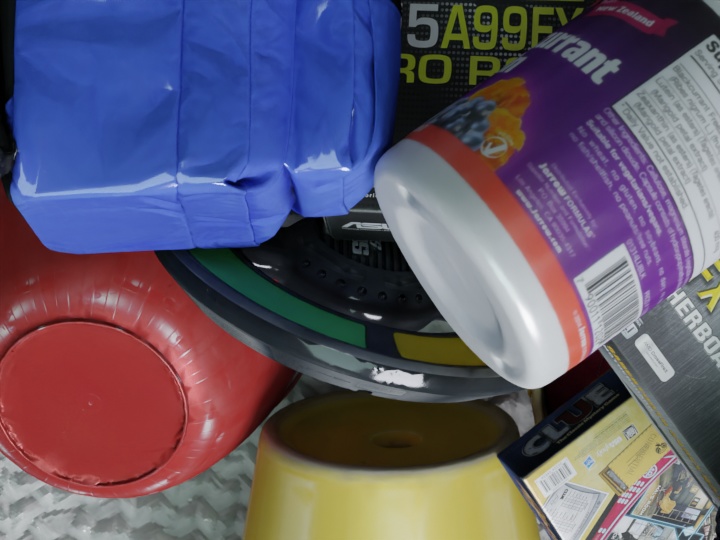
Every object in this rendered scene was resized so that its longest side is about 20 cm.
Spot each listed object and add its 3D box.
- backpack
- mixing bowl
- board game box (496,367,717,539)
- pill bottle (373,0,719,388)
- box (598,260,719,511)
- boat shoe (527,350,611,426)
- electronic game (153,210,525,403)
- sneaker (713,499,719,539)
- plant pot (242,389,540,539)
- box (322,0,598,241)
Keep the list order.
[{"bbox_3d":[-0.068,-0.116,0.932,0.167,0.163,0.201,-2,81,-6],"label":"backpack"},{"bbox_3d":[-0.124,0.037,1.131,0.199,0.109,0.201,3,121,6],"label":"mixing bowl"},{"bbox_3d":[0.182,0.085,1.113,0.200,0.035,0.136,-36,114,-6],"label":"board game box"},{"bbox_3d":[0.114,-0.053,0.909,0.200,0.111,0.112,-35,115,-12],"label":"pill bottle"},{"bbox_3d":[0.196,0.020,1.052,0.158,0.048,0.200,-37,98,-6],"label":"box"},{"bbox_3d":[0.120,0.085,1.151,0.073,0.069,0.201,-15,117,16],"label":"boat shoe"},{"bbox_3d":[0.000,0.000,1.040,0.199,0.200,0.042,18,114,-4],"label":"electronic game"},{"bbox_3d":[0.184,0.071,0.991,0.200,0.070,0.109,-43,104,-13],"label":"sneaker"},{"bbox_3d":[0.017,0.167,1.153,0.199,0.201,0.190,2,105,6],"label":"plant pot"},{"bbox_3d":[0.086,-0.091,1.007,0.199,0.161,0.044,3,164,5],"label":"box"}]
